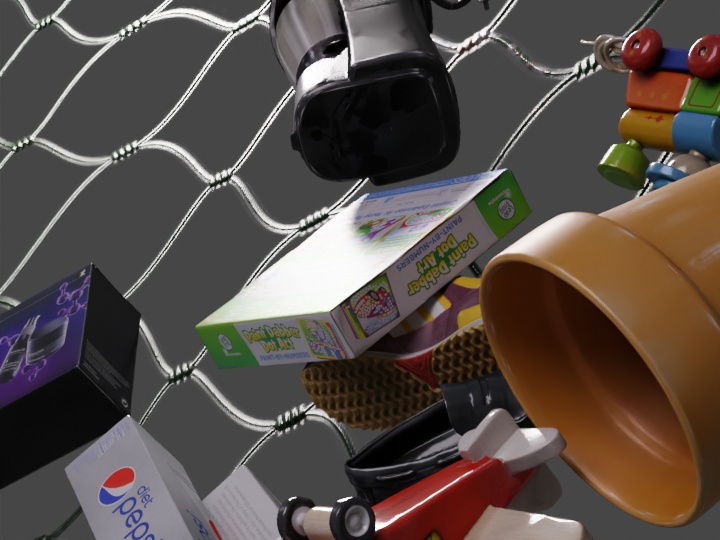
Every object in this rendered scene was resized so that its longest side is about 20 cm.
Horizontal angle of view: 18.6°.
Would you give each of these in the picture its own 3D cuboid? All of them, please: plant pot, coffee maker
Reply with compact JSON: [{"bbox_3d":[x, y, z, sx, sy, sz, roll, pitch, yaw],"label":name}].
[{"bbox_3d":[0.206,0.026,1.370,0.183,0.201,0.200,-35,29,-20],"label":"plant pot"},{"bbox_3d":[0.023,-0.180,1.850,0.192,0.135,0.200,-33,33,11],"label":"coffee maker"}]

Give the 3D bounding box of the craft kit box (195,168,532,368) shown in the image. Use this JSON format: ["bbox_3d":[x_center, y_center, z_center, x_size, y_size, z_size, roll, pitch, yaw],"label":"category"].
[{"bbox_3d":[0.000,0.000,1.660,0.197,0.049,0.200,-35,15,-30],"label":"craft kit box"}]

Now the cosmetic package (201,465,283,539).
[{"bbox_3d":[-0.119,0.244,1.541,0.200,0.071,0.101,-42,33,-2],"label":"cosmetic package"}]

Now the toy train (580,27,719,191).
[{"bbox_3d":[0.209,-0.111,1.631,0.200,0.085,0.116,14,74,53],"label":"toy train"}]

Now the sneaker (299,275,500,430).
[{"bbox_3d":[0.051,0.055,1.605,0.199,0.075,0.090,-14,30,29],"label":"sneaker"}]

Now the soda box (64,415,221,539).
[{"bbox_3d":[-0.137,0.183,1.501,0.063,0.068,0.200,-41,32,1],"label":"soda box"}]

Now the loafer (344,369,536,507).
[{"bbox_3d":[0.081,0.104,1.502,0.200,0.070,0.068,-34,33,11],"label":"loafer"}]

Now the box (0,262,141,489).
[{"bbox_3d":[-0.293,0.102,1.897,0.199,0.079,0.141,-28,31,19],"label":"box"}]

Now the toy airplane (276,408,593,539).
[{"bbox_3d":[0.056,0.179,1.395,0.198,0.142,0.200,-18,7,10],"label":"toy airplane"}]
